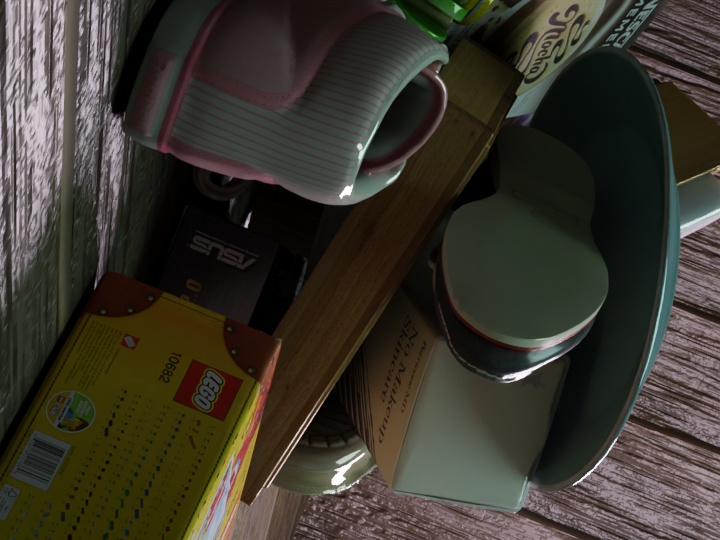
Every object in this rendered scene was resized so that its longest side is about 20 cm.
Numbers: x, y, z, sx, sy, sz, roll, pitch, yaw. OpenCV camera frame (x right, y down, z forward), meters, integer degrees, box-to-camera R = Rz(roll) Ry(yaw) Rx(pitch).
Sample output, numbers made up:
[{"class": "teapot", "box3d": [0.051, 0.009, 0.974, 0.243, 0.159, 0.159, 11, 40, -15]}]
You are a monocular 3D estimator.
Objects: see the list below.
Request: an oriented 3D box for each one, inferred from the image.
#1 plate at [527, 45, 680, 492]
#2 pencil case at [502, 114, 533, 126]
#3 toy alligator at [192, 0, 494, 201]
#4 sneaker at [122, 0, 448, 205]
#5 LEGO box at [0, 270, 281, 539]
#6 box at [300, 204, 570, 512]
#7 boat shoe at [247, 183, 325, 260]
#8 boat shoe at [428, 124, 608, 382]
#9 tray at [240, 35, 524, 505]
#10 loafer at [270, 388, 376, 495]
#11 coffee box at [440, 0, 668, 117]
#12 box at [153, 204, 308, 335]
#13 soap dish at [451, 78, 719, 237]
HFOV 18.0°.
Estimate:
[{"class": "plate", "box3d": [0.103, 0.000, 1.022, 0.200, 0.025, 0.202, -170, -90, -72]}, {"class": "pencil case", "box3d": [0.044, -0.103, 1.246, 0.200, 0.083, 0.086, -4, 96, -62]}, {"class": "toy alligator", "box3d": [0.000, -0.089, 0.955, 0.200, 0.059, 0.054, -47, -149, 19]}, {"class": "sneaker", "box3d": [-0.014, -0.083, 0.863, 0.200, 0.104, 0.076, -65, 174, -62]}, {"class": "LEGO box", "box3d": [-0.109, 0.127, 0.866, 0.149, 0.077, 0.201, 107, 6, -51]}, {"class": "box", "box3d": [0.029, 0.032, 1.083, 0.200, 0.068, 0.083, -124, -132, -65]}, {"class": "boat shoe", "box3d": [-0.018, -0.044, 1.301, 0.072, 0.072, 0.201, 104, 3, -58]}, {"class": "boat shoe", "box3d": [0.060, 0.001, 0.944, 0.063, 0.071, 0.200, -61, -175, 24]}, {"class": "tray", "box3d": [0.000, 0.000, 0.986, 0.201, 0.037, 0.099, -58, 180, 22]}, {"class": "loafer", "box3d": [-0.021, 0.082, 1.155, 0.200, 0.075, 0.069, -58, 163, -77]}, {"class": "coffee box", "box3d": [0.064, -0.135, 1.086, 0.199, 0.080, 0.113, -15, 149, -53]}, {"class": "box", "box3d": [-0.080, 0.056, 1.101, 0.200, 0.048, 0.160, 28, 85, -86]}, {"class": "soap dish", "box3d": [0.098, -0.028, 1.238, 0.156, 0.082, 0.200, -22, 175, -20]}]
